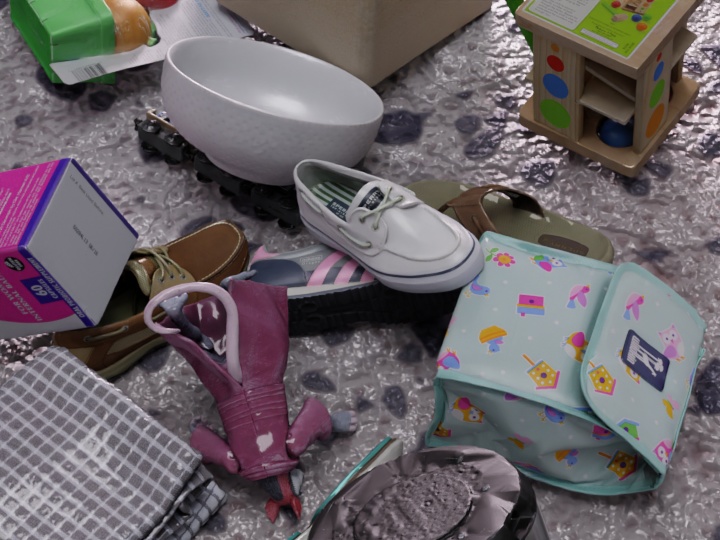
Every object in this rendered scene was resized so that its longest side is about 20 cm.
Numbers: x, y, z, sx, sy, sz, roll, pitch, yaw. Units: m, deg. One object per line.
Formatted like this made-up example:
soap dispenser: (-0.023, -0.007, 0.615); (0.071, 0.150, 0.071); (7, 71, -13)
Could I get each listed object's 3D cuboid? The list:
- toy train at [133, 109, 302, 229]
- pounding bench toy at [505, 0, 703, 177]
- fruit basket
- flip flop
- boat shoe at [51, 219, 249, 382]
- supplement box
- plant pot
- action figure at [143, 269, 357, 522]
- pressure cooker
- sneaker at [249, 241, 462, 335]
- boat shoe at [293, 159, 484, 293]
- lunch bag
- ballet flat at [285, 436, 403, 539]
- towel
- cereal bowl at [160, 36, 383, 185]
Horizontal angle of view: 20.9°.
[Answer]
toy train: (-0.124, -0.096, 1.769); (0.199, 0.034, 0.046); (29, 48, 23)
pounding bench toy: (0.192, -0.202, 1.752); (0.199, 0.157, 0.124); (28, 59, 24)
fruit basket: (-0.230, -0.253, 1.884); (0.199, 0.094, 0.186); (-16, 51, -29)
flip flop: (0.124, -0.042, 1.692); (0.198, 0.058, 0.081); (18, 55, 17)
boat shoe: (-0.177, 0.020, 1.654); (0.075, 0.074, 0.200); (36, 62, 28)
supplement box: (-0.302, -0.011, 1.622); (0.199, 0.101, 0.104); (-8, 46, 35)
plant pot: (0.001, -0.325, 1.831); (0.199, 0.178, 0.200); (33, 49, 26)
action figure: (-0.079, 0.100, 1.536); (0.133, 0.149, 0.202); (-19, 84, 0)
pressure cooker: (0.064, 0.250, 1.384); (0.174, 0.201, 0.179); (-13, 26, 19)
sneaker: (0.000, 0.000, 1.660); (0.198, 0.070, 0.083); (-4, 53, -2)
boat shoe: (0.013, -0.039, 1.597); (0.199, 0.067, 0.074); (18, 58, 41)
lunch bag: (0.167, 0.077, 1.554); (0.198, 0.123, 0.171); (14, 48, 10)
ballet flat: (-0.024, 0.214, 1.503); (0.069, 0.070, 0.200); (36, 66, 28)
towel: (-0.229, 0.167, 1.534); (0.199, 0.086, 0.166); (32, 61, 26)
cereal bowl: (-0.084, -0.133, 1.730); (0.198, 0.084, 0.200); (15, 23, -6)
